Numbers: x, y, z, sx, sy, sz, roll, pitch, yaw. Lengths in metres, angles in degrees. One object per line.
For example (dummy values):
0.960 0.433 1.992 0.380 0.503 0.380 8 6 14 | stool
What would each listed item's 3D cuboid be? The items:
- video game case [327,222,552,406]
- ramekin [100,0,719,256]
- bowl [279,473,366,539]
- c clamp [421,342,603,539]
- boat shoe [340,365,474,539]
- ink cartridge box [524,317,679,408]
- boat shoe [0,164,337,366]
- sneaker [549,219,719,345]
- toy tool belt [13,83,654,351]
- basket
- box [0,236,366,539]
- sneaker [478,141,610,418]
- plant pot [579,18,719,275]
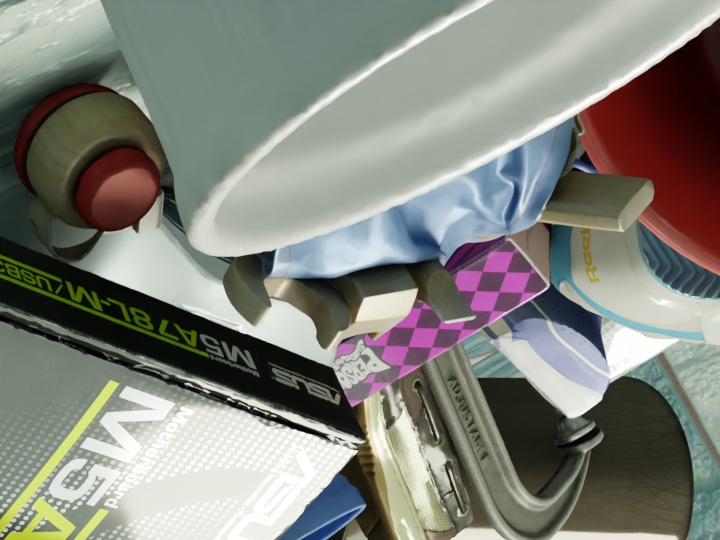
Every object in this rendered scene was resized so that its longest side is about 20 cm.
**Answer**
0.000 0.000 0.991 0.199 0.036 0.182 -32 -157 22 | video game case
0.019 -0.094 0.611 0.200 0.098 0.201 -27 170 -5 | ramekin
-0.091 0.145 0.982 0.200 0.039 0.201 -32 172 -5 | bowl
0.087 0.043 1.180 0.027 0.201 0.171 -14 -171 35 | c clamp
0.013 0.067 1.150 0.065 0.201 0.073 -28 -147 -23 | boat shoe
0.162 -0.049 1.090 0.199 0.043 0.197 -31 -147 21 | ink cartridge box
-0.099 -0.004 0.856 0.071 0.091 0.200 -54 139 6 | boat shoe
0.173 0.001 0.960 0.199 0.077 0.081 17 162 -34 | sneaker
-0.005 -0.033 0.745 0.199 0.123 0.125 -17 135 -30 | toy tool belt
0.068 0.125 1.283 0.199 0.137 0.180 5 179 -20 | basket
-0.131 0.087 0.739 0.193 0.048 0.200 26 115 -37 | box
0.093 -0.031 1.033 0.115 0.081 0.200 -40 -151 13 | sneaker
0.188 -0.099 0.846 0.200 0.201 0.177 -31 180 18 | plant pot
